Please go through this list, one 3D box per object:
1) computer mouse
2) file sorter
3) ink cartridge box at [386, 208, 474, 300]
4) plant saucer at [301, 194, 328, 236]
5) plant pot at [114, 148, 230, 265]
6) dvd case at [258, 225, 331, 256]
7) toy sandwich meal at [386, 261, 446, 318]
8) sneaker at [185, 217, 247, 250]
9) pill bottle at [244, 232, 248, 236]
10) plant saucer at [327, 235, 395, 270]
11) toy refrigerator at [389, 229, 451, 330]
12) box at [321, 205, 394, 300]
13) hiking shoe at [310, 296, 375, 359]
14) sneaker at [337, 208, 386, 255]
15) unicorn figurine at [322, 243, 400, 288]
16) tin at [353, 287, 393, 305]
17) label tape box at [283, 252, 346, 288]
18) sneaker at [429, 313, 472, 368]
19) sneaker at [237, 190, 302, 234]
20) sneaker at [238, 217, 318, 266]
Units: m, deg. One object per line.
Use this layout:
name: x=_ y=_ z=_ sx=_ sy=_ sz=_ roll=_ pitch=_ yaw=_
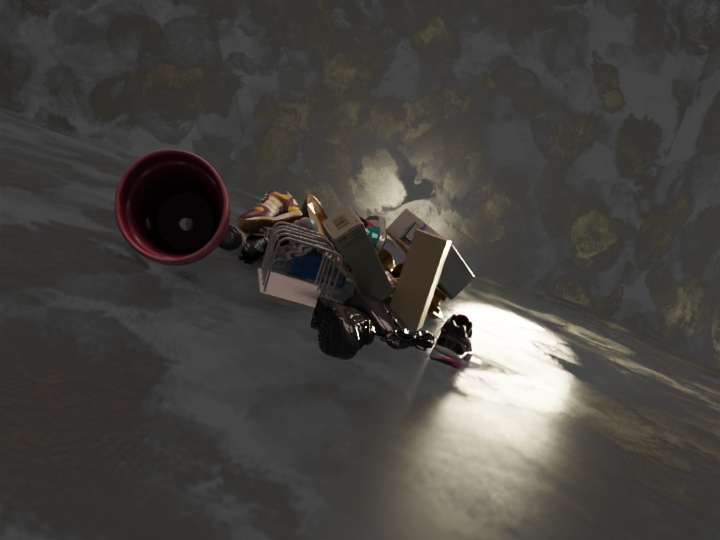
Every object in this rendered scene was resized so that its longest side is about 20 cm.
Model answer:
computer mouse: x=0.044 y=0.091 z=1.077 sx=0.198 sy=0.054 sz=0.137 roll=26 pitch=12 yaw=38
file sorter: x=-0.122 y=-0.010 z=1.097 sx=0.136 sy=0.127 sz=0.200 roll=16 pitch=9 yaw=-15
ink cartridge box: x=0.165 y=-0.043 z=1.352 sx=0.145 sy=0.084 sz=0.200 roll=46 pitch=1 yaw=-41
plant saucer: x=-0.116 y=-0.111 z=1.543 sx=0.034 sy=0.204 sz=0.200 roll=-20 pitch=1 yaw=12
plant pot: x=-0.343 y=-0.106 z=1.053 sx=0.197 sy=0.204 sz=0.179 roll=18 pitch=-7 yaw=-8
dvd case: x=-0.133 y=-0.070 z=1.369 sx=0.197 sy=0.022 sz=0.145 roll=19 pitch=9 yaw=24
toy sandwich meal: x=0.145 y=0.040 z=1.378 sx=0.204 sy=0.071 sz=0.205 roll=40 pitch=10 yaw=-8
sneaker: x=-0.349 y=-0.093 z=1.358 sx=0.198 sy=0.075 sz=0.087 roll=31 pitch=1 yaw=25
pill bottle: x=-0.222 y=-0.108 z=1.529 sx=0.111 sy=0.114 sz=0.199 roll=24 pitch=10 yaw=33
plant saucer: x=0.000 y=-0.027 z=1.485 sx=0.198 sy=0.049 sz=0.201 roll=27 pitch=-16 yaw=21
toy refrigerator: x=0.127 y=0.019 z=1.206 sx=0.075 sy=0.203 sz=0.070 roll=20 pitch=8 yaw=16
box: x=-0.003 y=-0.024 z=1.128 sx=0.082 sy=0.068 sz=0.202 roll=54 pitch=-8 yaw=52
hiking shoe: x=-0.016 y=0.089 z=0.875 sx=0.099 sy=0.077 sz=0.200 roll=13 pitch=9 yaw=-16
sneaker: x=-0.008 y=-0.103 z=1.322 sx=0.119 sy=0.085 sz=0.201 roll=25 pitch=17 yaw=-11
unicorn figurine: x=0.000 y=0.000 z=1.264 sx=0.137 sy=0.075 sz=0.198 roll=36 pitch=18 yaw=36
tin: x=0.047 y=0.055 z=1.359 sx=0.110 sy=0.043 sz=0.200 roll=17 pitch=8 yaw=9
label tape box: x=-0.118 y=-0.026 z=1.410 sx=0.141 sy=0.067 sz=0.200 roll=17 pitch=10 yaw=-16
sneaker: x=0.191 y=0.125 z=1.072 sx=0.079 sy=0.088 sz=0.200 roll=22 pitch=8 yaw=9
sneaker: x=-0.240 y=-0.151 z=1.400 sx=0.198 sy=0.075 sz=0.091 roll=-15 pitch=71 yaw=-50
sneaker: x=-0.193 y=-0.056 z=1.217 sx=0.199 sy=0.079 sz=0.139 roll=-31 pitch=-17 yaw=38
